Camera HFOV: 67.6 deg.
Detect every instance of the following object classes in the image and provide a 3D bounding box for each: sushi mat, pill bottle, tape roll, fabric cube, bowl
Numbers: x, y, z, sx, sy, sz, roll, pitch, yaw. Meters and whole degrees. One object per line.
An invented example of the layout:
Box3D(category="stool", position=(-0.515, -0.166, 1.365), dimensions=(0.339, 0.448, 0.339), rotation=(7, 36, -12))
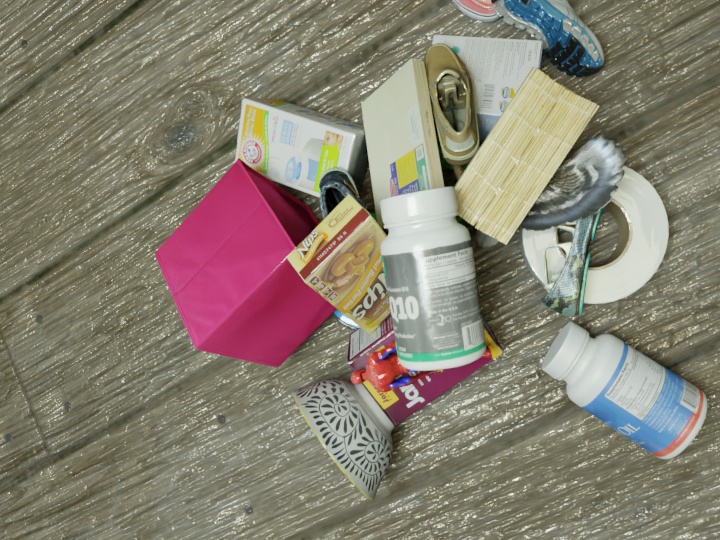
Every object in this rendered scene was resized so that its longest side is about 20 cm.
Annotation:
Box3D(category="sushi mat", position=(0.196, -0.140, 0.665), dimensions=(0.095, 0.012, 0.202), rotation=(34, 99, 6))
Box3D(category="pill bottle", position=(0.085, 0.008, 0.656), dimensions=(0.110, 0.113, 0.205), rotation=(-9, 94, 13))
Box3D(category="tape roll", position=(0.336, -0.055, 0.794), dimensions=(0.197, 0.071, 0.208), rotation=(0, 90, 14))
Box3D(category="fabric cube", position=(-0.155, -0.004, 0.824), dimensions=(0.199, 0.195, 0.201), rotation=(-44, 58, 11))
Box3D(category="pill bottle", position=(0.366, 0.162, 0.765), dimensions=(0.198, 0.112, 0.114), rotation=(33, 97, 13))
Box3D(category="bowl", position=(-0.008, 0.235, 0.828), dimensions=(0.094, 0.201, 0.202), rotation=(-38, 81, -5))

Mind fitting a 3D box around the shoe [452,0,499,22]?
Box3D(category="shoe", position=(0.151, -0.478, 0.830), dimensions=(0.071, 0.091, 0.201), rotation=(-39, 81, 11))

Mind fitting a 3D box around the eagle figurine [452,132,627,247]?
Box3D(category="eagle figurine", position=(0.231, -0.126, 0.725), dimensions=(0.195, 0.151, 0.156), rotation=(-9, 80, 0))

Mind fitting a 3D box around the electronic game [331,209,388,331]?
Box3D(category="electronic game", position=(0.018, 0.002, 0.888), dimensions=(0.195, 0.042, 0.206), rotation=(0, 89, 14))

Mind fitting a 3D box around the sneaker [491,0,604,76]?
Box3D(category="sneaker", position=(0.296, -0.382, 0.809), dimensions=(0.199, 0.075, 0.087), rotation=(42, 68, -1))

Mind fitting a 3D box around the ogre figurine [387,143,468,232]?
Box3D(category="ogre figurine", position=(0.111, -0.119, 0.837), dimensions=(0.198, 0.098, 0.121), rotation=(-35, 86, 14))

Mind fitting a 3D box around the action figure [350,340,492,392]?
Box3D(category="action figure", position=(0.079, 0.122, 0.745), dimensions=(0.196, 0.052, 0.067), rotation=(-19, 99, 6))

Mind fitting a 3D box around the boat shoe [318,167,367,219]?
Box3D(category="boat shoe", position=(-0.008, -0.049, 0.796), dimensions=(0.070, 0.091, 0.203), rotation=(-25, 110, 11))

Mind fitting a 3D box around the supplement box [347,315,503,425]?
Box3D(category="supplement box", position=(0.093, 0.112, 0.821), dimensions=(0.199, 0.103, 0.132), rotation=(-37, 102, 11))

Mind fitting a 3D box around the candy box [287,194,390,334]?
Box3D(category="candy box", position=(0.000, 0.000, 0.739), dimensions=(0.115, 0.200, 0.055), rotation=(-44, 53, 1))

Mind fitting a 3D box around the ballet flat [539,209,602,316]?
Box3D(category="ballet flat", position=(0.289, -0.041, 0.736), dimensions=(0.073, 0.074, 0.205), rotation=(13, 91, 13))

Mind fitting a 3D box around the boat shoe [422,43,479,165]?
Box3D(category="boat shoe", position=(0.122, -0.245, 0.729), dimensions=(0.070, 0.076, 0.204), rotation=(-16, 62, 9))

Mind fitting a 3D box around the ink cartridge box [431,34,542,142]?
Box3D(category="ink cartridge box", position=(0.196, -0.270, 0.809), dimensions=(0.195, 0.076, 0.140), rotation=(9, 73, 16))

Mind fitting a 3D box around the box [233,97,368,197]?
Box3D(category="box", position=(-0.092, -0.198, 0.871), dimensions=(0.196, 0.101, 0.115), rotation=(21, 113, 13))

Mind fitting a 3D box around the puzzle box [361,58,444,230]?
Box3D(category="puzzle box", position=(0.057, -0.173, 0.766), dimensions=(0.132, 0.025, 0.205), rotation=(-21, 74, 55))
